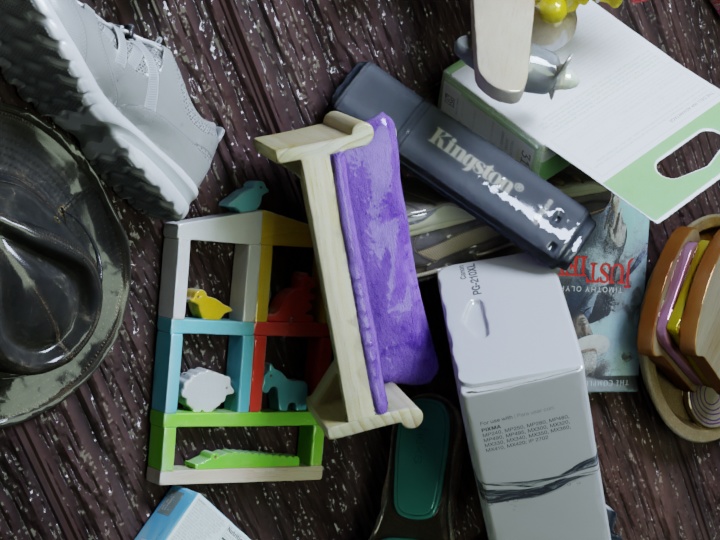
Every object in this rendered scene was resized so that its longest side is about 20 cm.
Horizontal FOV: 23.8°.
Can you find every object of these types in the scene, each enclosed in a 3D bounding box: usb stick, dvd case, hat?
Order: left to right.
[{"bbox_3d":[-0.209,0.004,0.995,0.200,0.081,0.202,-7,103,-31],"label":"hat"},{"bbox_3d":[0.068,-0.072,1.159,0.200,0.033,0.056,35,55,5],"label":"usb stick"},{"bbox_3d":[0.164,-0.007,1.310,0.145,0.022,0.201,3,93,-36],"label":"dvd case"}]

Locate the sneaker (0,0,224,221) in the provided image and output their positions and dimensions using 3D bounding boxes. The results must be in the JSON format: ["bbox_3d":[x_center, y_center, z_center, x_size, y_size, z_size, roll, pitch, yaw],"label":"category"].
[{"bbox_3d":[-0.156,-0.122,1.041,0.082,0.074,0.200,-57,134,-25],"label":"sneaker"}]

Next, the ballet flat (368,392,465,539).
[{"bbox_3d":[0.041,0.189,1.203,0.067,0.068,0.201,53,50,-69],"label":"ballet flat"}]

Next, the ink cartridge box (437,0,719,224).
[{"bbox_3d":[0.174,-0.107,1.206,0.145,0.200,0.048,-33,150,-29],"label":"ink cartridge box"}]

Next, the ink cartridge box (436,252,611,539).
[{"bbox_3d":[0.114,0.108,1.171,0.084,0.145,0.201,-12,124,3],"label":"ink cartridge box"}]

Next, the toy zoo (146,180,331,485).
[{"bbox_3d":[-0.076,0.041,1.138,0.131,0.020,0.201,4,92,-37],"label":"toy zoo"}]

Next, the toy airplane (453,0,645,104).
[{"bbox_3d":[0.109,-0.206,1.171,0.200,0.199,0.141,-37,141,-18],"label":"toy airplane"}]

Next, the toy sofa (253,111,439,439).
[{"bbox_3d":[0.000,0.000,1.108,0.097,0.083,0.201,-12,103,-10],"label":"toy sofa"}]

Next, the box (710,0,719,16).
[{"bbox_3d":[0.354,-0.262,1.314,0.095,0.200,0.103,-53,122,-22],"label":"box"}]

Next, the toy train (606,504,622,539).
[{"bbox_3d":[0.133,0.264,1.280,0.114,0.085,0.201,21,82,-26],"label":"toy train"}]

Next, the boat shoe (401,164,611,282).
[{"bbox_3d":[0.087,-0.034,1.221,0.199,0.075,0.074,-10,117,-20],"label":"boat shoe"}]

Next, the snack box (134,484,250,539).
[{"bbox_3d":[-0.086,0.249,1.139,0.200,0.037,0.116,48,67,-30],"label":"snack box"}]

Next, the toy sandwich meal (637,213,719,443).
[{"bbox_3d":[0.294,0.044,1.365,0.204,0.070,0.206,-5,98,-44],"label":"toy sandwich meal"}]
